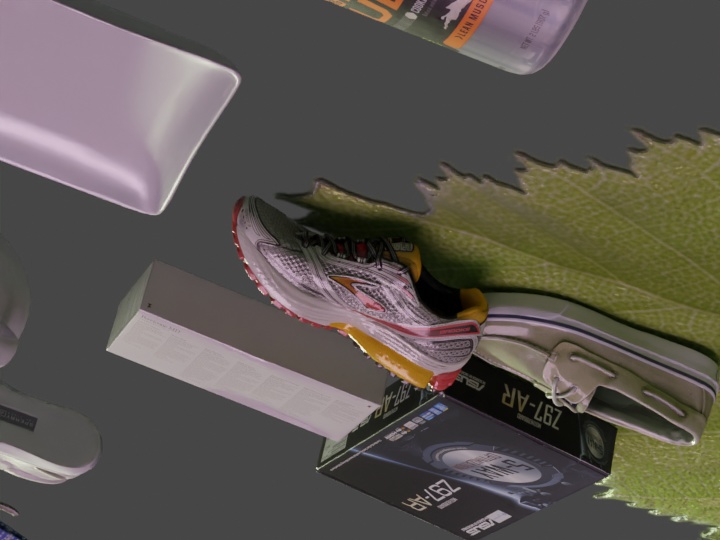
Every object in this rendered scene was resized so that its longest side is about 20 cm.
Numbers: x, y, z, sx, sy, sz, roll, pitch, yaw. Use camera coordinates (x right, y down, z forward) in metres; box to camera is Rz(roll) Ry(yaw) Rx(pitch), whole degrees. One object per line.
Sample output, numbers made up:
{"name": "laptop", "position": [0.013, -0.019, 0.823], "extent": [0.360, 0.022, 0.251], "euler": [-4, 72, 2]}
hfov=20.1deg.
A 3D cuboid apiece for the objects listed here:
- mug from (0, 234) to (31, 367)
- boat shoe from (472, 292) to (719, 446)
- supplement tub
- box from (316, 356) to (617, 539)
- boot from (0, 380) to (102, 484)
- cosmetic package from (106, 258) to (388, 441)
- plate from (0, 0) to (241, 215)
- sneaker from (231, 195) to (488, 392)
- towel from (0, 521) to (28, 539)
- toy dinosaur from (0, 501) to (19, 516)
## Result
{"name": "mug", "position": [-0.316, 0.014, 1.439], "extent": [0.175, 0.148, 0.200], "euler": [30, -178, -42]}
{"name": "boat shoe", "position": [0.160, 0.069, 1.451], "extent": [0.199, 0.062, 0.072], "euler": [16, 149, -1]}
{"name": "supplement tub", "position": [0.020, -0.188, 1.034], "extent": [0.200, 0.123, 0.123], "euler": [20, 148, -10]}
{"name": "box", "position": [0.081, 0.142, 1.618], "extent": [0.160, 0.044, 0.200], "euler": [27, 146, -20]}
{"name": "boot", "position": [-0.323, 0.130, 1.731], "extent": [0.200, 0.074, 0.096], "euler": [28, 151, -14]}
{"name": "cosmetic package", "position": [-0.084, 0.062, 1.545], "extent": [0.200, 0.051, 0.083], "euler": [23, 150, -16]}
{"name": "plate", "position": [-0.193, -0.123, 1.310], "extent": [0.199, 0.032, 0.200], "euler": [20, 148, -12]}
{"name": "sneaker", "position": [0.000, 0.000, 1.410], "extent": [0.200, 0.078, 0.082], "euler": [30, 117, -15]}
{"name": "towel", "position": [-0.414, 0.283, 1.984], "extent": [0.145, 0.024, 0.200], "euler": [-41, 130, 8]}
{"name": "toy dinosaur", "position": [-0.382, 0.144, 1.779], "extent": [0.088, 0.047, 0.200], "euler": [17, 148, 53]}
